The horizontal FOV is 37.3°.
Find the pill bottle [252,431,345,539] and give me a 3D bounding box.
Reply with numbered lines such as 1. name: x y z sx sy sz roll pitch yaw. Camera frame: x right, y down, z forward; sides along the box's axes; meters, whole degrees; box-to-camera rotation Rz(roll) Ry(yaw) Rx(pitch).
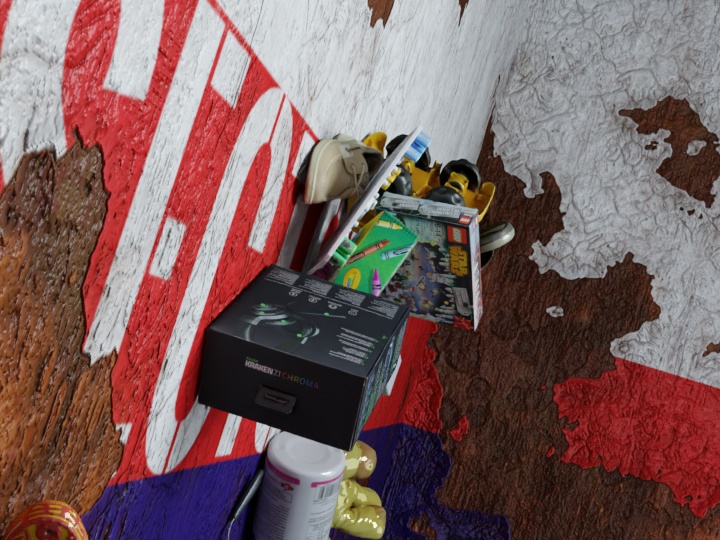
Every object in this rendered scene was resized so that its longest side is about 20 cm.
1. pill bottle: -0.094 0.342 1.539 0.113 0.113 0.201 -52 157 -65

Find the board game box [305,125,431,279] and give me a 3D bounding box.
1. board game box: 0.006 -0.075 1.338 0.200 0.026 0.200 -55 -175 -12

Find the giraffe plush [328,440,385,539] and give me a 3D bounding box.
1. giraffe plush: -0.038 0.339 1.762 0.199 0.172 0.163 2 107 -46

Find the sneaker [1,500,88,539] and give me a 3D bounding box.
1. sneaker: -0.226 0.220 0.782 0.201 0.073 0.077 102 -12 -46

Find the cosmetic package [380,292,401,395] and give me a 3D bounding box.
1. cosmetic package: -0.001 0.107 1.635 0.200 0.101 0.074 78 28 -57

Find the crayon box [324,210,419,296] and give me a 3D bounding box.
1. crayon box: 0.000 0.000 1.371 0.119 0.058 0.200 -54 -176 -11

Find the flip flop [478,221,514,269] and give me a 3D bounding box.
1. flip flop: 0.165 -0.023 1.534 0.081 0.058 0.200 -39 -172 -25

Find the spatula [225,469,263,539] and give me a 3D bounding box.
1. spatula: -0.167 0.341 1.391 0.057 0.020 0.200 115 -2 -49

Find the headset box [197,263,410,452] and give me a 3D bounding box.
1. headset box: -0.058 0.090 1.136 0.200 0.173 0.093 -55 159 -64

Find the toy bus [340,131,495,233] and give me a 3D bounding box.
1. toy bus: 0.071 -0.078 1.551 0.136 0.199 0.193 -55 167 -58

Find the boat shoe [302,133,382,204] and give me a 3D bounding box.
1. boat shoe: -0.019 -0.123 1.316 0.200 0.065 0.072 -49 154 -68

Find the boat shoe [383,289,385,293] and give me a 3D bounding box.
1. boat shoe: 0.053 0.003 1.634 0.072 0.199 0.073 46 62 -38

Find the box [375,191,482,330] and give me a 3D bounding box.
1. box: 0.098 -0.010 1.482 0.201 0.136 0.040 81 29 -42
